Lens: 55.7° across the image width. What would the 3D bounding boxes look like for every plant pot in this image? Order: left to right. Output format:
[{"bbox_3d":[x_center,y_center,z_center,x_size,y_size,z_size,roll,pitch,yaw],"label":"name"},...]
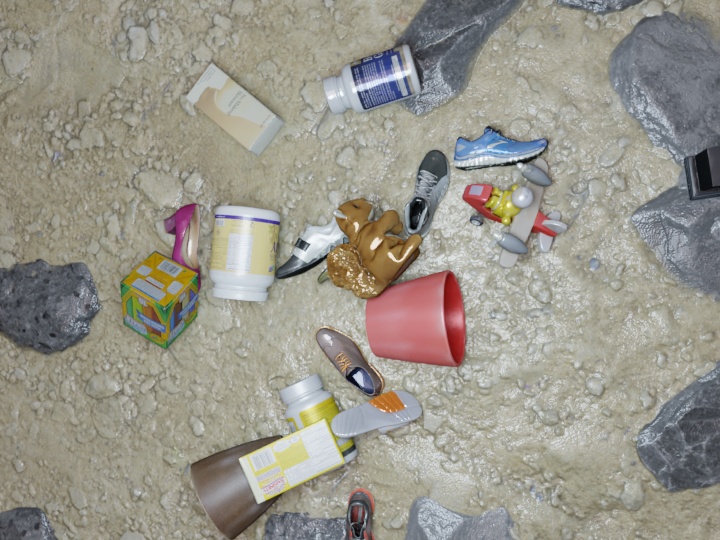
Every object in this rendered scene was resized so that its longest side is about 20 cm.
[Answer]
[{"bbox_3d":[-0.239,0.455,1.503,0.200,0.187,0.187,-31,84,-4],"label":"plant pot"},{"bbox_3d":[0.114,0.106,1.431,0.177,0.200,0.201,-6,88,21],"label":"plant pot"}]

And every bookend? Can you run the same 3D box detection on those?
[{"bbox_3d":[0.754,-0.204,1.297,0.198,0.200,0.092,-8,87,10],"label":"bookend"}]

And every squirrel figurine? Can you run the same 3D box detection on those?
[{"bbox_3d":[0.004,-0.048,1.405,0.187,0.142,0.200,41,91,9],"label":"squirrel figurine"}]

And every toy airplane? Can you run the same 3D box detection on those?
[{"bbox_3d":[0.333,-0.122,1.404,0.199,0.141,0.200,-20,72,-8],"label":"toy airplane"}]

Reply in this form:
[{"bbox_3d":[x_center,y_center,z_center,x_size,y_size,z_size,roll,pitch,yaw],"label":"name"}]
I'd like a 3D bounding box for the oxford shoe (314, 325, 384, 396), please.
[{"bbox_3d":[-0.027,0.198,1.505,0.200,0.073,0.071,42,97,9],"label":"oxford shoe"}]

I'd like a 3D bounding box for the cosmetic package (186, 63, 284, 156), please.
[{"bbox_3d":[-0.285,-0.366,1.555,0.200,0.071,0.105,39,96,9],"label":"cosmetic package"}]

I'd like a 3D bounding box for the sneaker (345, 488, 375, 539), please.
[{"bbox_3d":[-0.006,0.586,1.492,0.077,0.082,0.200,-6,88,11],"label":"sneaker"}]

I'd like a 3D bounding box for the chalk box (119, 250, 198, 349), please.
[{"bbox_3d":[-0.453,0.082,1.543,0.125,0.124,0.200,27,137,11],"label":"chalk box"}]

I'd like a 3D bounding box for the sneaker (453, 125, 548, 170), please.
[{"bbox_3d":[0.296,-0.267,1.447,0.200,0.079,0.089,-4,91,11],"label":"sneaker"}]

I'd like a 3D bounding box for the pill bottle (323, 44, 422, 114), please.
[{"bbox_3d":[0.025,-0.409,1.484,0.200,0.111,0.111,-16,86,10],"label":"pill bottle"}]

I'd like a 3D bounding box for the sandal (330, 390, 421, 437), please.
[{"bbox_3d":[0.031,0.322,1.486,0.206,0.059,0.079,-12,54,-17],"label":"sandal"}]

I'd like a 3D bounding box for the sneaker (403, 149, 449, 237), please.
[{"bbox_3d":[0.140,-0.166,1.456,0.075,0.115,0.200,14,92,11],"label":"sneaker"}]

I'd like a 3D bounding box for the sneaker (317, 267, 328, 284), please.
[{"bbox_3d":[0.000,0.000,1.507,0.200,0.077,0.089,-23,93,12],"label":"sneaker"}]

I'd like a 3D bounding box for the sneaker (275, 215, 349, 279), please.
[{"bbox_3d":[-0.114,-0.055,1.529,0.200,0.074,0.089,-32,84,-1],"label":"sneaker"}]

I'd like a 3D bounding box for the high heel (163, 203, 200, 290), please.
[{"bbox_3d":[-0.390,-0.054,1.578,0.096,0.067,0.200,-26,81,20],"label":"high heel"}]

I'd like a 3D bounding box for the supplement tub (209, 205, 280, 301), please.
[{"bbox_3d":[-0.259,-0.038,1.516,0.145,0.145,0.200,6,91,11],"label":"supplement tub"}]

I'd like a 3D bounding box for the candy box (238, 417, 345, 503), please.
[{"bbox_3d":[-0.142,0.396,1.422,0.200,0.026,0.102,-25,87,-2],"label":"candy box"}]

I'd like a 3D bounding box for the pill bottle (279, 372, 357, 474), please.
[{"bbox_3d":[-0.096,0.336,1.497,0.114,0.114,0.200,-26,85,10],"label":"pill bottle"}]
